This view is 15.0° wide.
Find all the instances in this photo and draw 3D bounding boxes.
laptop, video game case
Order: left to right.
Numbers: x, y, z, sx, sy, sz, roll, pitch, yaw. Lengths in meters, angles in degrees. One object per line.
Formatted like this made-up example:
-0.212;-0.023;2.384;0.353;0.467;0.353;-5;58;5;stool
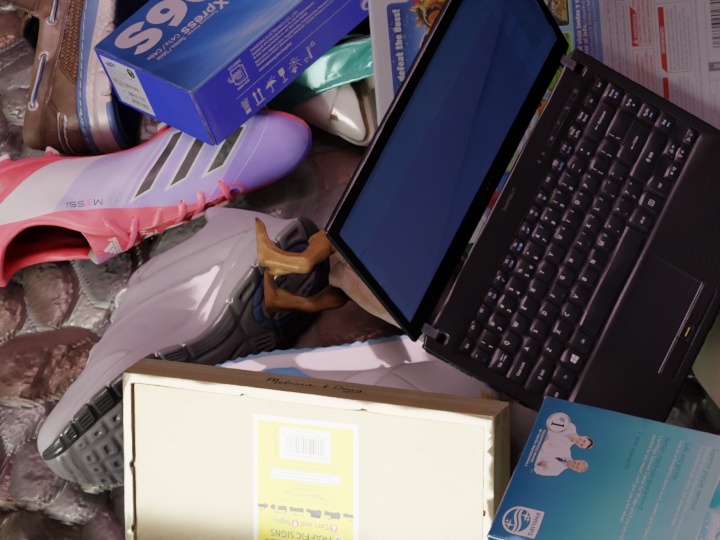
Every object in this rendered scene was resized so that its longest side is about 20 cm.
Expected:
0.099;-0.034;1.311;0.200;0.103;0.178;29;75;-4;laptop
0.108;-0.090;1.393;0.199;0.144;0.018;-5;9;1;video game case

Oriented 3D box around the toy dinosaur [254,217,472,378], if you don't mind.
0.000;0.000;1.424;0.106;0.061;0.200;-5;18;2;toy dinosaur

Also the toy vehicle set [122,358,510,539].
-0.024;0.117;1.369;0.199;0.125;0.027;6;16;19;toy vehicle set

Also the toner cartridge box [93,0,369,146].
-0.047;-0.159;1.554;0.200;0.043;0.095;-43;43;-21;toner cartridge box

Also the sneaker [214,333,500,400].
-0.025;0.091;1.415;0.199;0.077;0.081;-13;52;6;sneaker

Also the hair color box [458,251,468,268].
0.104;-0.092;1.464;0.099;0.061;0.200;36;105;33;hair color box

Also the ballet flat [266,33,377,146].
0.016;-0.110;1.559;0.199;0.067;0.071;-16;79;22;ballet flat

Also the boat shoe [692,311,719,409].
0.196;0.009;1.432;0.063;0.074;0.202;8;34;-25;boat shoe

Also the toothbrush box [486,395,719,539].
0.174;0.150;1.273;0.199;0.147;0.085;12;57;21;toothbrush box

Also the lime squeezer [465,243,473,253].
0.058;-0.042;1.440;0.070;0.038;0.201;-16;72;1;lime squeezer

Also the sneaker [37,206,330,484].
-0.105;0.040;1.488;0.087;0.075;0.200;21;54;41;sneaker

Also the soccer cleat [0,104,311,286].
-0.122;-0.041;1.550;0.199;0.067;0.077;-11;57;9;soccer cleat

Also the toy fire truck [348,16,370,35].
-0.006;-0.192;1.643;0.199;0.049;0.141;-2;52;12;toy fire truck

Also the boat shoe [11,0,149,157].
-0.172;-0.157;1.643;0.072;0.072;0.200;-7;52;11;boat shoe
